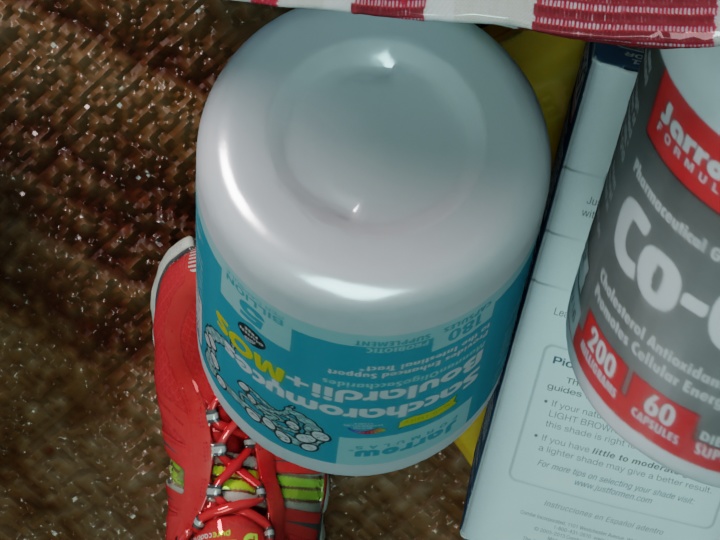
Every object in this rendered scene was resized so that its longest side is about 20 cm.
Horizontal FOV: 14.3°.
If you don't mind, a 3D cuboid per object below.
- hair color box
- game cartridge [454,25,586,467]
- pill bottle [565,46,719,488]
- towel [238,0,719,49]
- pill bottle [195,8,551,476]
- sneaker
[{"bbox_3d":[0.106,0.012,1.010,0.100,0.061,0.201,14,121,0],"label":"hair color box"},{"bbox_3d":[0.088,-0.001,1.056,0.176,0.032,0.200,-27,114,22],"label":"game cartridge"},{"bbox_3d":[0.134,-0.036,0.849,0.113,0.114,0.200,13,137,1],"label":"pill bottle"},{"bbox_3d":[0.025,-0.137,0.761,0.199,0.023,0.145,7,104,16],"label":"towel"},{"bbox_3d":[0.000,0.000,0.957,0.110,0.111,0.200,10,156,2],"label":"pill bottle"},{"bbox_3d":[-0.043,0.081,1.093,0.077,0.085,0.201,0,121,7],"label":"sneaker"}]
